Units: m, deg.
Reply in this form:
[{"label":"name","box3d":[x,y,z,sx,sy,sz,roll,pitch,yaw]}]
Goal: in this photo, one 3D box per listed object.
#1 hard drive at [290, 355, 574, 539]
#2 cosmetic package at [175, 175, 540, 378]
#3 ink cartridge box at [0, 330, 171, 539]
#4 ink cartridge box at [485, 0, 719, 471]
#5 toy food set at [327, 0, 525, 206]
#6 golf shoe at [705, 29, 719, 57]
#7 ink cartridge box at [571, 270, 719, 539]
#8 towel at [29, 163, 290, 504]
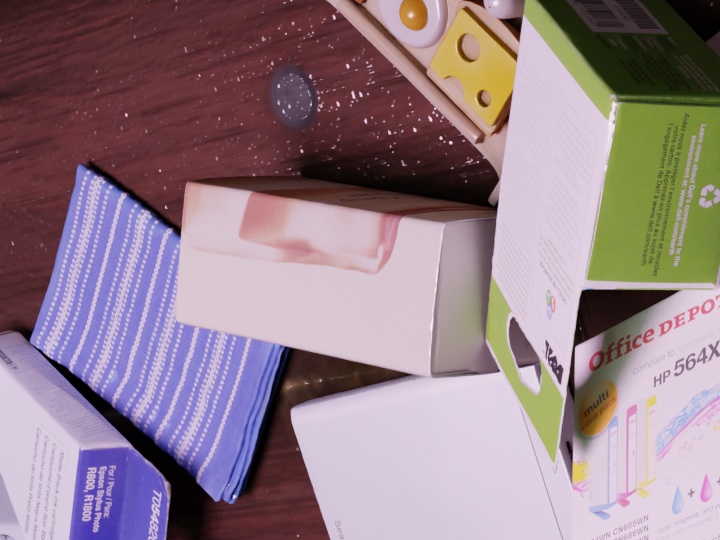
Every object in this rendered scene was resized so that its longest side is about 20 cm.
[{"label":"hard drive","box3d":[0.053,0.125,1.526,0.199,0.027,0.133,-16,94,44]},{"label":"cosmetic package","box3d":[0.000,0.000,1.466,0.199,0.103,0.088,11,99,40]},{"label":"ink cartridge box","box3d":[-0.203,0.173,1.726,0.200,0.040,0.201,37,130,42]},{"label":"ink cartridge box","box3d":[0.123,-0.022,1.305,0.148,0.075,0.201,-117,30,-61]},{"label":"toy food set","box3d":[0.041,-0.151,1.418,0.200,0.060,0.144,47,129,20]},{"label":"golf shoe","box3d":[0.213,-0.092,1.264,0.199,0.094,0.078,-14,96,45]},{"label":"ink cartridge box","box3d":[0.189,0.101,1.286,0.128,0.125,0.201,-31,45,42]},{"label":"towel","box3d":[-0.131,0.042,1.663,0.200,0.024,0.145,37,125,27]}]
